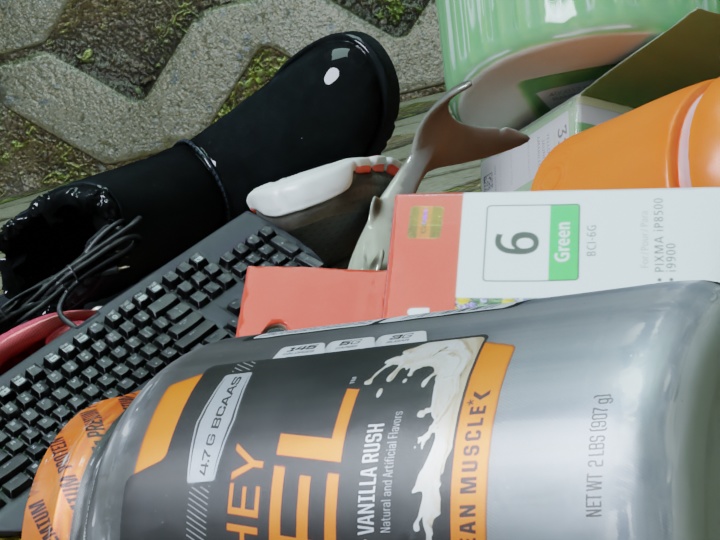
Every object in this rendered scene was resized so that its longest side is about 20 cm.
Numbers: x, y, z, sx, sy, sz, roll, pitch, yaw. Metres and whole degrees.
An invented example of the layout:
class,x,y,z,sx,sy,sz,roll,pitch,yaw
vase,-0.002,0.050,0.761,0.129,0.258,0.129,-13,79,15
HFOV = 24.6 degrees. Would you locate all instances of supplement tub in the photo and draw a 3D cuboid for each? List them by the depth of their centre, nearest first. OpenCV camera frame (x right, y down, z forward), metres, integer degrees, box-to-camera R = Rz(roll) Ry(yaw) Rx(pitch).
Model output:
class,x,y,z,sx,sy,sz,roll,pitch,yaw
supplement tub,0.014,0.073,0.440,0.198,0.124,0.122,-9,11,31

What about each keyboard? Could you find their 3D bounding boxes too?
class,x,y,z,sx,sy,sz,roll,pitch,yaw
keyboard,-0.113,0.028,0.716,0.127,0.021,0.200,27,48,35

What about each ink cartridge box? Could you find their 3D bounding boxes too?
class,x,y,z,sx,sy,sz,roll,pitch,yaw
ink cartridge box,0.044,0.027,0.598,0.198,0.051,0.110,0,54,10
ink cartridge box,0.174,-0.064,0.879,0.144,0.048,0.200,10,-20,-25

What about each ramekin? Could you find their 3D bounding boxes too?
class,x,y,z,sx,sy,sz,roll,pitch,yaw
ramekin,0.134,-0.134,0.895,0.198,0.099,0.200,-1,-19,0

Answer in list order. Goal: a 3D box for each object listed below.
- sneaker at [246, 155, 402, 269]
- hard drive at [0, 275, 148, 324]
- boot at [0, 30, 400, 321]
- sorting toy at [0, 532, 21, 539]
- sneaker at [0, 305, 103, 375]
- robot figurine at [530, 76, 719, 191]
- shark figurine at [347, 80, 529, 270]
class,x,y,z,sx,sy,sz,roll,pitch,yaw
sneaker,0.000,0.000,0.843,0.076,0.083,0.200,-16,-15,10
hard drive,-0.155,0.037,0.924,0.134,0.043,0.200,7,27,35
boot,-0.088,-0.045,0.853,0.198,0.074,0.162,-35,-8,39
sorting toy,-0.068,0.106,0.633,0.199,0.037,0.184,-23,13,-40
sneaker,-0.123,0.050,0.794,0.199,0.074,0.087,-24,-17,-41
robot figurine,0.157,-0.024,0.767,0.143,0.118,0.199,0,-14,-39
shark figurine,0.032,0.021,0.754,0.128,0.089,0.216,-33,36,27
